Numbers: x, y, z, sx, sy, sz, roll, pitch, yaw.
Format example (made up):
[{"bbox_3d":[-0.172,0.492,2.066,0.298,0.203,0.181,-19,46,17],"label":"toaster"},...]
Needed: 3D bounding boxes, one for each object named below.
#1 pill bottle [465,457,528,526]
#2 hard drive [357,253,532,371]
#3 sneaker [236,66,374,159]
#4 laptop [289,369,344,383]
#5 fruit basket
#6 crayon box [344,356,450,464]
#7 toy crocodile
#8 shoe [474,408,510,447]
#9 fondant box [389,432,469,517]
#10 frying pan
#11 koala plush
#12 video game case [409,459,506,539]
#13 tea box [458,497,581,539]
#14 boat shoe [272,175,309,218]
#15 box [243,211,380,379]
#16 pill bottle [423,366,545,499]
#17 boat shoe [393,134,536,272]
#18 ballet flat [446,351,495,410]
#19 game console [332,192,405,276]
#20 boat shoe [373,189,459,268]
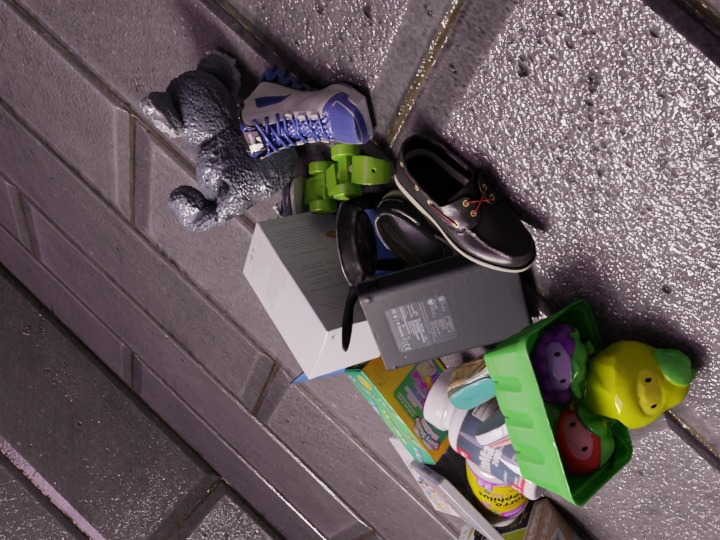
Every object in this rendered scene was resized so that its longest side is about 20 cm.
[{"bbox_3d":[0.220,0.329,1.368,0.103,0.104,0.202,28,149,29],"label":"pill bottle"},{"bbox_3d":[0.108,0.047,1.068,0.196,0.033,0.141,-15,129,8],"label":"hard drive"},{"bbox_3d":[-0.084,-0.179,1.071,0.197,0.115,0.081,23,148,36],"label":"sneaker"},{"bbox_3d":[0.005,0.207,1.487,0.200,0.116,0.187,45,154,-1],"label":"laptop"},{"bbox_3d":[0.265,0.142,0.975,0.213,0.154,0.220,24,125,39],"label":"fruit basket"},{"bbox_3d":[0.080,0.189,1.352,0.201,0.119,0.058,52,152,-15],"label":"crayon box"},{"bbox_3d":[-0.025,-0.118,1.142,0.199,0.060,0.069,-19,72,62],"label":"toy crocodile"},{"bbox_3d":[0.246,0.205,1.121,0.199,0.071,0.092,-35,95,32],"label":"shoe"},{"bbox_3d":[0.157,0.359,1.544,0.143,0.058,0.202,2,130,49],"label":"fondant box"},{"bbox_3d":[-0.010,-0.008,1.072,0.030,0.192,0.116,-9,128,18],"label":"frying pan"},{"bbox_3d":[-0.192,-0.184,1.168,0.182,0.177,0.202,-7,118,55],"label":"koala plush"},{"bbox_3d":[0.157,0.382,1.430,0.143,0.018,0.200,46,170,-5],"label":"video game case"},{"bbox_3d":[0.250,0.514,1.418,0.134,0.201,0.195,48,130,-11],"label":"tea box"},{"bbox_3d":[-0.104,-0.072,1.281,0.060,0.074,0.201,12,152,11],"label":"boat shoe"},{"bbox_3d":[-0.056,0.027,1.169,0.201,0.122,0.098,54,139,30],"label":"box"},{"bbox_3d":[0.195,0.227,1.245,0.198,0.120,0.121,28,150,29],"label":"pill bottle"},{"bbox_3d":[0.118,-0.075,0.978,0.201,0.074,0.063,42,162,15],"label":"boat shoe"},{"bbox_3d":[0.195,0.129,1.154,0.198,0.071,0.071,-30,106,41],"label":"ballet flat"},{"bbox_3d":[0.000,0.000,1.203,0.198,0.117,0.177,0,130,54],"label":"game console"},{"bbox_3d":[0.091,-0.012,1.087,0.199,0.061,0.076,40,122,-5],"label":"boat shoe"}]
